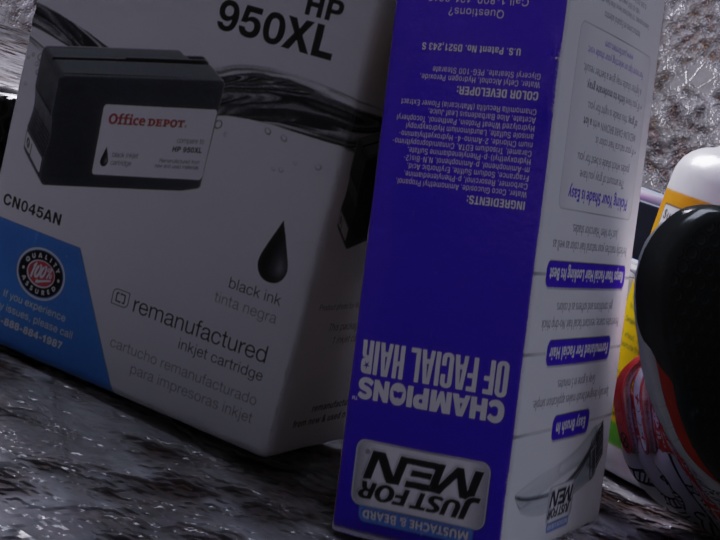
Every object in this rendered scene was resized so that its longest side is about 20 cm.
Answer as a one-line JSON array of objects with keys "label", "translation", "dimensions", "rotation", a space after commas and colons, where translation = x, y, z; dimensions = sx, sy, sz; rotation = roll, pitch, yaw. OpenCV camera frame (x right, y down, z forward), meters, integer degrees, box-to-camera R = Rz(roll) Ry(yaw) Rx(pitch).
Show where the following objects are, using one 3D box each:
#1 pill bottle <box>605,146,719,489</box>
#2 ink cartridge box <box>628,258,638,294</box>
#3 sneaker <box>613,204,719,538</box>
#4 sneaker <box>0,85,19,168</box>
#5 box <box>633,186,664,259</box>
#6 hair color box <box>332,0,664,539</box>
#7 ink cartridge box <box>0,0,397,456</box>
[{"label": "pill bottle", "translation": [0.187, 0.009, 0.713], "dimensions": [0.110, 0.201, 0.111], "rotation": [18, 7, -2]}, {"label": "ink cartridge box", "translation": [0.101, 0.020, 0.875], "dimensions": [0.199, 0.086, 0.146], "rotation": [10, 11, -42]}, {"label": "sneaker", "translation": [0.127, 0.045, 0.579], "dimensions": [0.202, 0.067, 0.108], "rotation": [52, -13, -33]}, {"label": "sneaker", "translation": [-0.110, -0.042, 0.793], "dimensions": [0.199, 0.070, 0.090], "rotation": [27, 28, 14]}, {"label": "box", "translation": [0.209, -0.006, 1.207], "dimensions": [0.199, 0.124, 0.198], "rotation": [19, 9, 8]}, {"label": "hair color box", "translation": [0.050, -0.012, 0.508], "dimensions": [0.064, 0.201, 0.109], "rotation": [6, 1, 25]}, {"label": "ink cartridge box", "translation": [-0.048, -0.053, 0.558], "dimensions": [0.144, 0.201, 0.084], "rotation": [19, 10, 26]}]
